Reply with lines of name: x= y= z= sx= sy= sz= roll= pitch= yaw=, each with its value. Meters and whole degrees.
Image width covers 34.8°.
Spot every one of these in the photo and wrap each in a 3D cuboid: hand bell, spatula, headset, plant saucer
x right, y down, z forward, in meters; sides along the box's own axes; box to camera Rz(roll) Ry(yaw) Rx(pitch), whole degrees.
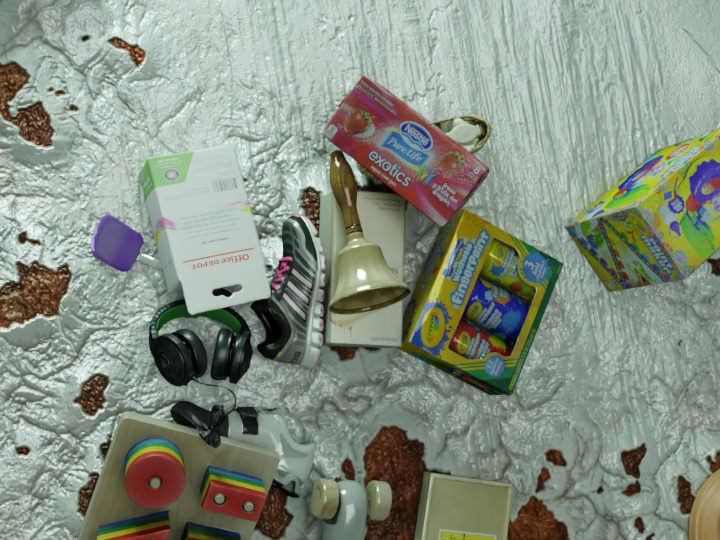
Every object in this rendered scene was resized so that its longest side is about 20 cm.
hand bell: x=-0.011 y=-0.056 z=1.439 sx=0.104 sy=0.104 sz=0.201 roll=-8 pitch=73 yaw=-19
spatula: x=-0.246 y=-0.002 z=1.448 sx=0.200 sy=0.021 sz=0.057 roll=28 pitch=75 yaw=-15
headset: x=-0.189 y=0.116 z=1.391 sx=0.123 sy=0.200 sz=0.094 roll=-1 pitch=127 yaw=-20
plant saucer: x=0.576 y=0.382 z=1.684 sx=0.199 sy=0.037 sz=0.201 roll=2 pitch=83 yaw=-18

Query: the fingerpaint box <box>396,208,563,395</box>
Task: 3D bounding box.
fingerpaint box: x=0.160 y=0.044 z=1.555 sx=0.167 sy=0.073 sz=0.200 roll=28 pitch=76 yaw=-14

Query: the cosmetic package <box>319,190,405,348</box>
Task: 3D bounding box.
cosmetic package: x=0.000 y=0.000 z=1.506 sx=0.103 sy=0.073 sz=0.201 roll=3 pitch=83 yaw=-18

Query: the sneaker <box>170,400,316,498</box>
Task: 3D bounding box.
sneaker: x=-0.143 y=0.200 z=1.441 sx=0.200 sy=0.074 sz=0.089 roll=34 pitch=70 yaw=-20

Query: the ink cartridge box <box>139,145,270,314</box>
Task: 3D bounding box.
ink cartridge box: x=-0.194 y=-0.045 z=1.432 sx=0.117 sy=0.067 sz=0.201 roll=-11 pitch=81 yaw=-24

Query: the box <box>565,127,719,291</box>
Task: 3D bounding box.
box: x=0.430 y=-0.082 z=1.598 sx=0.200 sy=0.193 sz=0.122 roll=-38 pitch=97 yaw=-19

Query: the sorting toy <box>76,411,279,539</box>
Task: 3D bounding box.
sorting toy: x=-0.218 y=0.293 z=1.364 sx=0.198 sy=0.070 sz=0.201 roll=18 pitch=103 yaw=-16

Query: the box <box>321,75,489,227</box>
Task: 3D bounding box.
box: x=0.060 y=-0.152 z=1.473 sx=0.200 sy=0.100 sz=0.096 roll=38 pitch=99 yaw=5

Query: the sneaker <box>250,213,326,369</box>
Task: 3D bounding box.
sneaker: x=-0.096 y=0.027 z=1.468 sx=0.087 sy=0.074 sz=0.201 roll=1 pitch=89 yaw=-25

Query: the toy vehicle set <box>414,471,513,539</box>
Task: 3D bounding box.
toy vehicle set: x=0.132 y=0.377 z=1.537 sx=0.124 sy=0.027 sz=0.201 roll=12 pitch=81 yaw=-17

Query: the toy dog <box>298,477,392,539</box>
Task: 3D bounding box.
toy dog: x=-0.034 y=0.344 z=1.465 sx=0.132 sy=0.096 sz=0.200 roll=31 pitch=90 yaw=-16

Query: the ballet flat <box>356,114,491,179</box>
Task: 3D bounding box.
ballet flat: x=0.090 y=-0.174 z=1.558 sx=0.200 sy=0.065 sz=0.071 roll=-21 pitch=92 yaw=-19
